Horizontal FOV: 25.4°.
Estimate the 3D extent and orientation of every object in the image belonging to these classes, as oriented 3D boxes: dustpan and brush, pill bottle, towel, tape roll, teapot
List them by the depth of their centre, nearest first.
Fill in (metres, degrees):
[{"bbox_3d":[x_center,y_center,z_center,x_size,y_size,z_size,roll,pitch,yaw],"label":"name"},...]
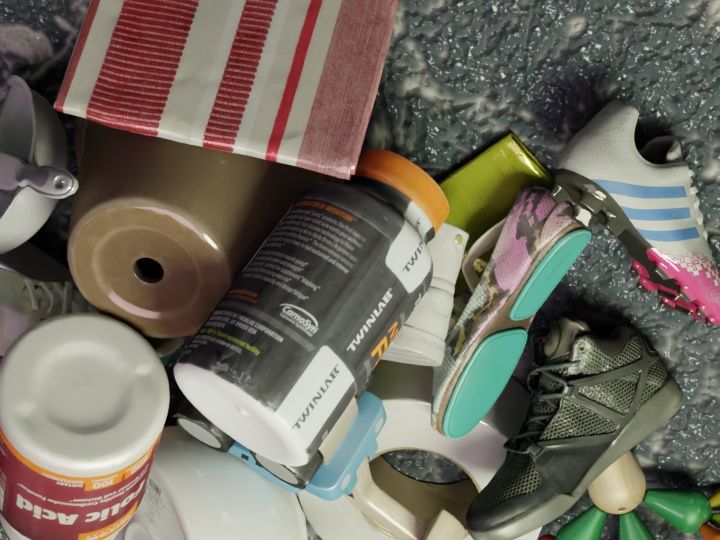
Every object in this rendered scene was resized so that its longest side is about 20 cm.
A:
[{"bbox_3d":[-0.023,0.017,1.027,0.106,0.200,0.106,31,159,13],"label":"pill bottle"},{"bbox_3d":[-0.084,-0.142,1.046,0.199,0.145,0.023,13,156,5],"label":"towel"},{"bbox_3d":[-0.231,-0.064,1.086,0.199,0.140,0.057,16,173,45],"label":"dustpan and brush"},{"bbox_3d":[-0.199,0.124,1.103,0.114,0.115,0.200,21,147,-2],"label":"pill bottle"},{"bbox_3d":[0.061,-0.018,1.173,0.200,0.018,0.086,-34,113,32],"label":"towel"},{"bbox_3d":[-0.110,0.205,1.243,0.197,0.146,0.201,-30,74,51],"label":"teapot"},{"bbox_3d":[0.050,0.157,1.272,0.201,0.071,0.203,7,128,9],"label":"tape roll"}]

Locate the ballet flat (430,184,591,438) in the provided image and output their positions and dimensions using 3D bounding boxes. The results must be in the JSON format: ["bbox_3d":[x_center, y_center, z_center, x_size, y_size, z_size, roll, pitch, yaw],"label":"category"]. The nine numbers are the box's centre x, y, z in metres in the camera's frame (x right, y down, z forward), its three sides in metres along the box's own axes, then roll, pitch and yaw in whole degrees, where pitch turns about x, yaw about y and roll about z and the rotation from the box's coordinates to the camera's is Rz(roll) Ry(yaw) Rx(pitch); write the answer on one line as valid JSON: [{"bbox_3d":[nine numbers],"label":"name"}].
[{"bbox_3d":[0.093,0.025,1.146,0.071,0.069,0.201,44,120,31],"label":"ballet flat"}]

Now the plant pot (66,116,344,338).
[{"bbox_3d":[-0.118,-0.049,1.098,0.199,0.175,0.201,6,127,8],"label":"plant pot"}]

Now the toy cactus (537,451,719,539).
[{"bbox_3d":[0.219,0.197,1.261,0.199,0.102,0.166,-15,102,27],"label":"toy cactus"}]

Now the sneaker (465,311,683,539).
[{"bbox_3d":[0.136,0.106,1.160,0.114,0.199,0.076,56,164,-16],"label":"sneaker"}]

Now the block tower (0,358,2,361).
[{"bbox_3d":[-0.295,0.080,1.222,0.200,0.054,0.058,42,123,-18],"label":"block tower"}]

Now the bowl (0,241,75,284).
[{"bbox_3d":[-0.290,0.051,1.278,0.200,0.075,0.200,34,127,-11],"label":"bowl"}]

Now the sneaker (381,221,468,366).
[{"bbox_3d":[0.000,0.000,1.158,0.199,0.116,0.074,7,166,46],"label":"sneaker"}]

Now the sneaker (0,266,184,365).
[{"bbox_3d":[-0.205,0.027,1.131,0.093,0.071,0.200,-31,140,18],"label":"sneaker"}]

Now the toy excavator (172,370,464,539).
[{"bbox_3d":[-0.020,0.135,1.173,0.194,0.100,0.200,24,158,21],"label":"toy excavator"}]

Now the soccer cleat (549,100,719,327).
[{"bbox_3d":[0.210,-0.037,1.091,0.200,0.087,0.070,41,170,-37],"label":"soccer cleat"}]
